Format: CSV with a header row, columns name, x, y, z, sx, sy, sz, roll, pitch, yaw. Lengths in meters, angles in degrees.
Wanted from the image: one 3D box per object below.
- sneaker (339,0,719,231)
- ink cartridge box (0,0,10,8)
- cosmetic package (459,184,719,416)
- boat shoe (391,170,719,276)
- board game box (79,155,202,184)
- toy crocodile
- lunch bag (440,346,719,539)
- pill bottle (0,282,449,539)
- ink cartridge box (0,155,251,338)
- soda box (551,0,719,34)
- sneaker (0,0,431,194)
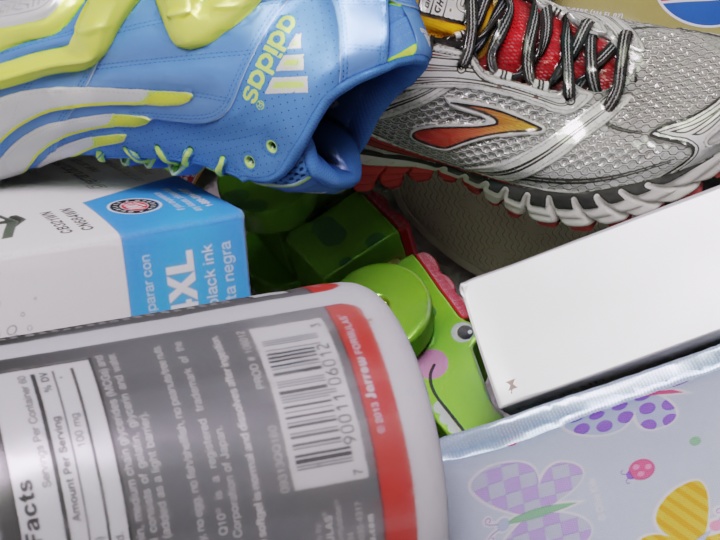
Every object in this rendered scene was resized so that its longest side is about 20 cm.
name,x,y,z,sx,sy,sz,roll,pitch,yaw
sneaker,0.045,-0.068,0.847,0.200,0.082,0.078,3,52,16
ink cartridge box,-0.153,-0.073,0.871,0.200,0.095,0.037,-12,63,-38
cosmetic package,0.140,-0.003,0.800,0.200,0.083,0.051,-21,75,11
boat shoe,0.109,-0.021,0.902,0.200,0.072,0.068,13,47,18
board game box,-0.071,-0.116,0.983,0.096,0.030,0.200,31,90,28
toy crocodile,0.000,0.000,0.904,0.062,0.068,0.200,-32,56,-11
lunch bag,0.141,0.118,0.758,0.200,0.127,0.170,-21,53,7
pill bottle,-0.083,0.074,0.732,0.200,0.116,0.116,-9,54,-15
ink cartridge box,-0.153,0.020,0.838,0.200,0.084,0.146,-10,16,-21
soda box,0.169,-0.087,0.928,0.200,0.068,0.064,9,59,17
sneaker,-0.061,-0.058,0.812,0.200,0.076,0.105,-31,73,24
